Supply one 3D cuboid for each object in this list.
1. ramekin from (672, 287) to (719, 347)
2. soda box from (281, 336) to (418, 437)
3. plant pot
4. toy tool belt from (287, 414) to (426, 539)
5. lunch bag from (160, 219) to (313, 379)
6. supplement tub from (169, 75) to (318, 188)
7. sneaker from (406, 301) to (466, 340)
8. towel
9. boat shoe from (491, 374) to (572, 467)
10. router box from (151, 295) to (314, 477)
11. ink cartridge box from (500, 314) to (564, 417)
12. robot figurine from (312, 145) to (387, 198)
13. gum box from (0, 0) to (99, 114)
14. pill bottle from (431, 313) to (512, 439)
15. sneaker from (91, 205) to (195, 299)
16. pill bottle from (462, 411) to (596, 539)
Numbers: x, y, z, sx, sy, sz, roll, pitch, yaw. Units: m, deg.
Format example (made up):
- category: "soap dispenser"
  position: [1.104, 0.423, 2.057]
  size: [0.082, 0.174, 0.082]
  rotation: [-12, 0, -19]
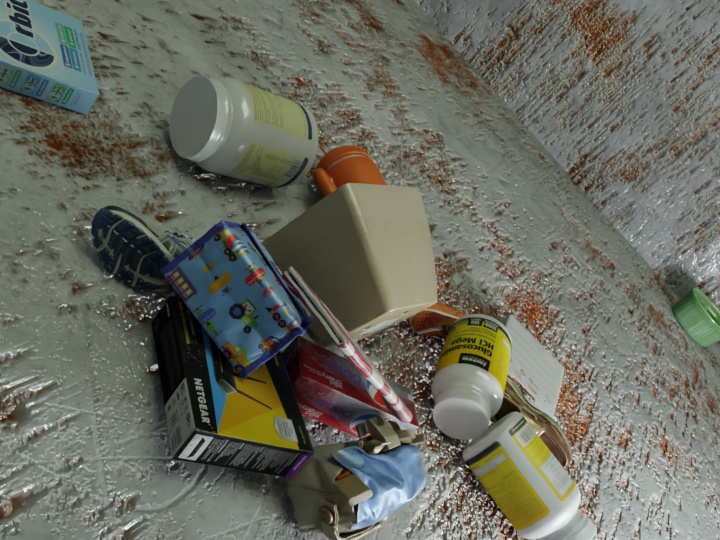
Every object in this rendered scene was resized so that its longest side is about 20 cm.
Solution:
- category: "ramekin"
  position: [1.182, 0.169, 2.469]
  size: [0.200, 0.098, 0.200]
  rotation: [33, 32, -24]
- category: "soda box"
  position: [-0.019, 0.165, 0.936]
  size: [0.199, 0.063, 0.070]
  rotation: [29, 31, -28]
- category: "plant pot"
  position: [0.000, 0.000, 1.050]
  size: [0.199, 0.200, 0.178]
  rotation: [-6, 68, -55]
- category: "toy tool belt"
  position: [0.022, 0.231, 0.815]
  size: [0.199, 0.123, 0.125]
  rotation: [-12, 83, -47]
- category: "lunch bag"
  position: [-0.126, 0.023, 0.856]
  size: [0.151, 0.094, 0.200]
  rotation: [53, 9, -1]
- category: "supplement tub"
  position: [-0.180, -0.216, 1.115]
  size: [0.199, 0.145, 0.145]
  rotation: [8, 46, -48]
- category: "sneaker"
  position: [0.153, 0.088, 1.255]
  size: [0.200, 0.073, 0.077]
  rotation: [29, 19, -37]
- category: "towel"
  position: [-0.015, 0.091, 0.835]
  size: [0.144, 0.023, 0.200]
  rotation: [48, -4, 42]
- category: "boat shoe"
  position: [0.267, 0.259, 1.195]
  size: [0.200, 0.076, 0.072]
  rotation: [45, 31, 16]
- category: "router box"
  position: [-0.147, 0.128, 0.797]
  size: [0.149, 0.051, 0.200]
  rotation: [22, 27, -37]
- category: "ink cartridge box"
  position: [0.309, 0.194, 1.359]
  size: [0.160, 0.047, 0.200]
  rotation: [45, 34, -3]
- category: "robot figurine"
  position: [-0.010, -0.141, 1.277]
  size: [0.143, 0.117, 0.201]
  rotation: [-19, 62, -15]
- category: "gum box"
  position: [-0.467, -0.311, 0.959]
  size: [0.199, 0.045, 0.170]
  rotation: [12, 44, -44]
- category: "pill bottle"
  position: [0.175, 0.167, 1.129]
  size: [0.112, 0.112, 0.200]
  rotation: [41, 35, -9]
- category: "sneaker"
  position: [-0.239, -0.012, 0.872]
  size: [0.200, 0.077, 0.085]
  rotation: [43, 23, -26]
- category: "pill bottle"
  position: [0.250, 0.319, 1.049]
  size: [0.200, 0.112, 0.112]
  rotation: [53, 30, 12]
